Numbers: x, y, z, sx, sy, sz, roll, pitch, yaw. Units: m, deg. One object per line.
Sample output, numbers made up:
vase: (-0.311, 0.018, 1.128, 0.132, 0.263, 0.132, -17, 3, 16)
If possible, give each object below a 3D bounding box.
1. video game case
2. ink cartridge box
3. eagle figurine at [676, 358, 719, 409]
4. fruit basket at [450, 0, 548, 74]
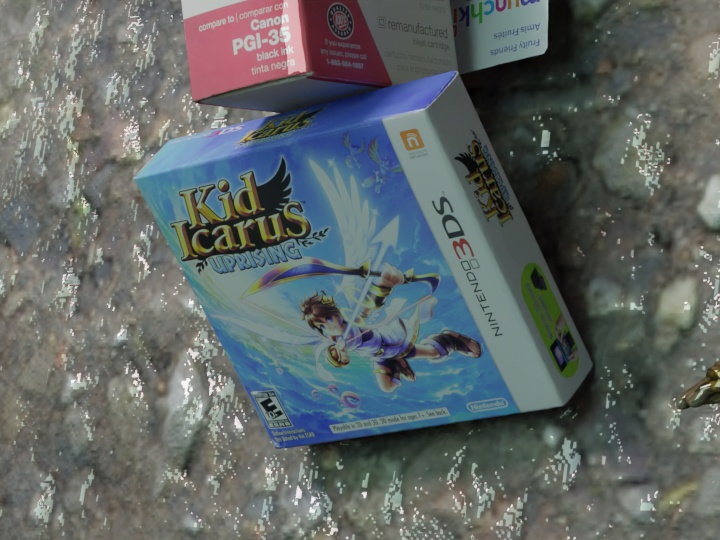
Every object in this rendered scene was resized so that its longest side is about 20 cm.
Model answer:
video game case: (0.000, 0.000, 1.491, 0.199, 0.182, 0.045, -11, 24, 36)
ink cartridge box: (-0.028, -0.188, 1.486, 0.082, 0.146, 0.201, -11, 83, 35)
eagle figurine: (0.239, 0.068, 1.258, 0.200, 0.150, 0.153, 30, 130, 43)
fruit basket: (0.025, -0.202, 1.576, 0.184, 0.094, 0.201, -9, 68, 37)
